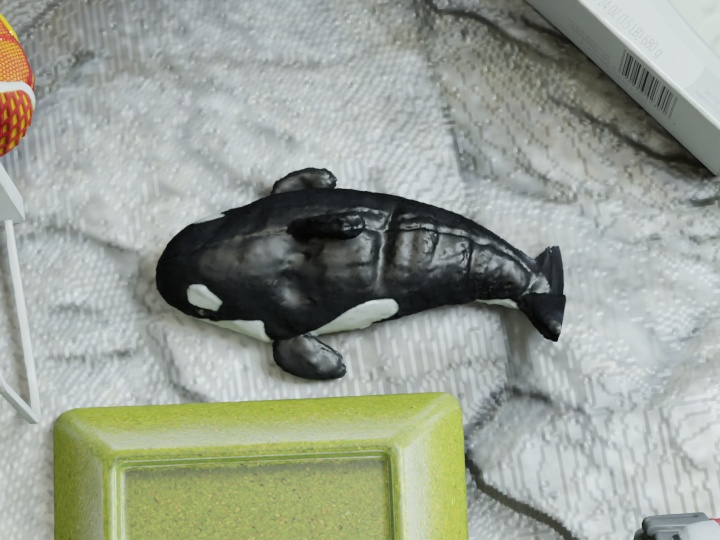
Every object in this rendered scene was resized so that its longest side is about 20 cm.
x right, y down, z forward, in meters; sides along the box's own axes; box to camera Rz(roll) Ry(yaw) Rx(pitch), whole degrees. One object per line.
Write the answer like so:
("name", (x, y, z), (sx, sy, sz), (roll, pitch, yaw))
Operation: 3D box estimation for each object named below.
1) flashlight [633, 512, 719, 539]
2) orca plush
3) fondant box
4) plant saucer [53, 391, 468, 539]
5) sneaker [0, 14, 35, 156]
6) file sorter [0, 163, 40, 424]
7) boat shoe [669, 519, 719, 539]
("flashlight", (0.228, 0.143, 0.989), (0.199, 0.068, 0.068), (-1, 94, -4))
("orca plush", (0.000, 0.000, 1.026), (0.200, 0.071, 0.105), (16, 76, 5))
("fondant box", (0.198, -0.169, 1.076), (0.200, 0.058, 0.144), (-44, 78, -11))
("plant saucer", (-0.047, 0.154, 0.997), (0.199, 0.048, 0.200), (-3, 75, 1))
("sneaker", (-0.260, -0.074, 1.064), (0.200, 0.073, 0.077), (-14, 53, -7))
("file sorter", (-0.256, 0.024, 0.992), (0.199, 0.139, 0.125), (-12, 77, -2))
("boat shoe", (0.141, 0.206, 0.931), (0.071, 0.072, 0.200), (-8, 107, 4))
